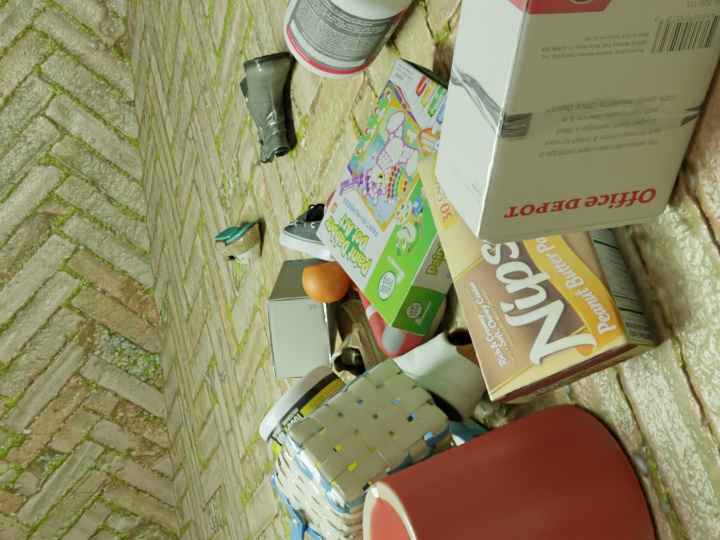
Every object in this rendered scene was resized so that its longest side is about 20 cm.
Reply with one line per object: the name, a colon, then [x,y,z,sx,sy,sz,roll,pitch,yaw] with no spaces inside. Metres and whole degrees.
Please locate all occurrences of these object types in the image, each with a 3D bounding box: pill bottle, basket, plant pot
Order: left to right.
pill bottle: [-0.011,0.214,1.150,0.200,0.112,0.113,44,150,11]
pill bottle: [-0.004,-0.281,1.000,0.200,0.110,0.112,136,123,-67]
basket: [0.004,0.192,0.942,0.139,0.176,0.200,46,158,22]
plant pot: [0.107,0.219,0.812,0.200,0.176,0.202,172,90,-71]

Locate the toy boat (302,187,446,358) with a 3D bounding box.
toy boat: [0.000,0.000,1.084,0.131,0.130,0.201,108,147,-52]

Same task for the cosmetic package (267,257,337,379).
cosmetic package: [-0.069,0.056,1.293,0.200,0.072,0.104,-80,-14,-77]

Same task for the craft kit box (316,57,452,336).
craft kit box: [0.047,-0.074,0.934,0.199,0.048,0.200,-67,30,16]

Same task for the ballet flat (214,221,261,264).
ballet flat: [-0.203,-0.045,1.768,0.065,0.070,0.200,56,167,-11]

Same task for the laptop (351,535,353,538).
laptop: [0.020,0.269,1.330,0.200,0.115,0.188,-50,46,28]

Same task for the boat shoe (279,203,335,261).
boat shoe: [-0.054,-0.054,1.319,0.200,0.069,0.067,-155,76,-71]

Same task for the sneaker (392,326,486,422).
sneaker: [0.080,0.100,1.002,0.073,0.085,0.200,42,165,-13]

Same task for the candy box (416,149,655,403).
candy box: [0.126,-0.015,0.758,0.115,0.055,0.201,-29,68,32]

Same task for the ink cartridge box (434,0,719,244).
ink cartridge box: [0.134,-0.127,0.623,0.083,0.145,0.201,-118,27,-45]

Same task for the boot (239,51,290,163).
boot: [-0.123,-0.228,1.451,0.200,0.067,0.132,154,102,-78]

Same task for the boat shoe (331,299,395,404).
boat shoe: [0.000,0.096,1.209,0.200,0.076,0.072,-131,37,-57]

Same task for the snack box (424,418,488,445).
snack box: [0.108,0.251,1.031,0.116,0.037,0.202,-154,58,-69]
